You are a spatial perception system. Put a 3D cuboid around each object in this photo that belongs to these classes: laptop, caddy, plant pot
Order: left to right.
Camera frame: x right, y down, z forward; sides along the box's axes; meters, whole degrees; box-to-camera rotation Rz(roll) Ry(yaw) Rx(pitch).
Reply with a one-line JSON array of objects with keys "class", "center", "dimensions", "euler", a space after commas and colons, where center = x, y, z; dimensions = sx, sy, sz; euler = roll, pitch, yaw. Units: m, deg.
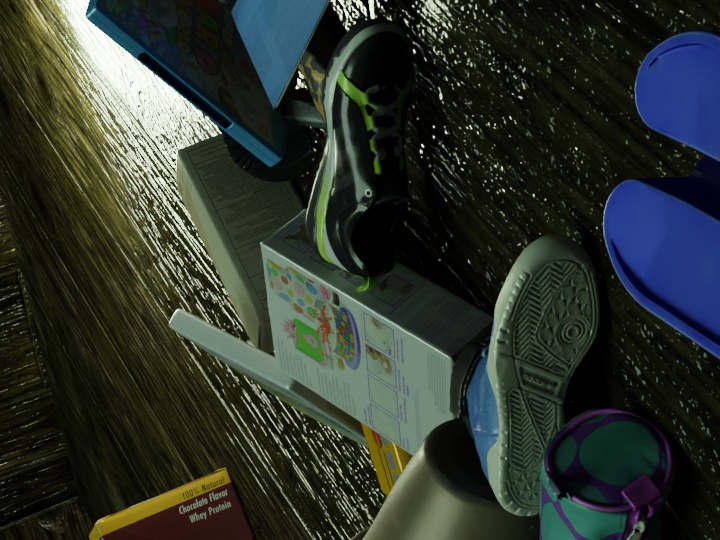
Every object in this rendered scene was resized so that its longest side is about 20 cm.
[{"class": "laptop", "center": [-0.100, -0.260, 1.282], "dimensions": [0.188, 0.199, 0.116], "euler": [-60, 4, 34]}, {"class": "plant pot", "center": [0.080, 0.207, 1.287], "dimensions": [0.200, 0.198, 0.176], "euler": [50, 136, 47]}, {"class": "caddy", "center": [0.199, -0.031, 0.778], "dimensions": [0.200, 0.104, 0.143], "euler": [41, 123, 57]}]

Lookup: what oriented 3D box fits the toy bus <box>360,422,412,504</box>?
[{"class": "toy bus", "center": [0.050, 0.162, 1.482], "dimensions": [0.078, 0.065, 0.202], "euler": [9, 117, 70]}]

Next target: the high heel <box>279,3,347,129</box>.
[{"class": "high heel", "center": [-0.033, -0.203, 1.358], "dimensions": [0.142, 0.071, 0.202], "euler": [15, 123, 57]}]

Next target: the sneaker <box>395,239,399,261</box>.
[{"class": "sneaker", "center": [0.000, 0.000, 1.473], "dimensions": [0.201, 0.071, 0.073], "euler": [89, 180, -51]}]

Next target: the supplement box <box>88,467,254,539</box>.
[{"class": "supplement box", "center": [-0.244, 0.409, 2.407], "dimensions": [0.202, 0.196, 0.133], "euler": [66, 162, 9]}]

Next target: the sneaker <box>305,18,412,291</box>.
[{"class": "sneaker", "center": [0.016, -0.082, 1.281], "dimensions": [0.083, 0.071, 0.202], "euler": [37, 128, 45]}]

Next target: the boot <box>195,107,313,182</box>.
[{"class": "boot", "center": [-0.110, -0.191, 1.552], "dimensions": [0.198, 0.073, 0.164], "euler": [46, -154, -49]}]

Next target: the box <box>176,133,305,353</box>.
[{"class": "box", "center": [-0.096, -0.031, 1.667], "dimensions": [0.078, 0.094, 0.201], "euler": [102, 145, -62]}]

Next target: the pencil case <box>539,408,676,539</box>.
[{"class": "pencil case", "center": [0.160, 0.190, 1.153], "dimensions": [0.093, 0.084, 0.201], "euler": [-119, 18, -48]}]

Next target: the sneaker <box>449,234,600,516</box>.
[{"class": "sneaker", "center": [0.106, 0.053, 1.178], "dimensions": [0.111, 0.076, 0.202], "euler": [-120, 27, -59]}]

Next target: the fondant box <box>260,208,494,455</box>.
[{"class": "fondant box", "center": [0.015, 0.058, 1.372], "dimensions": [0.199, 0.058, 0.145], "euler": [29, 143, 30]}]

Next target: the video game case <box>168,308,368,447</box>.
[{"class": "video game case", "center": [-0.059, 0.107, 1.586], "dimensions": [0.182, 0.023, 0.199], "euler": [37, 170, -39]}]

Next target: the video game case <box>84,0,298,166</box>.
[{"class": "video game case", "center": [-0.130, -0.192, 1.419], "dimensions": [0.200, 0.018, 0.144], "euler": [39, -143, -28]}]
